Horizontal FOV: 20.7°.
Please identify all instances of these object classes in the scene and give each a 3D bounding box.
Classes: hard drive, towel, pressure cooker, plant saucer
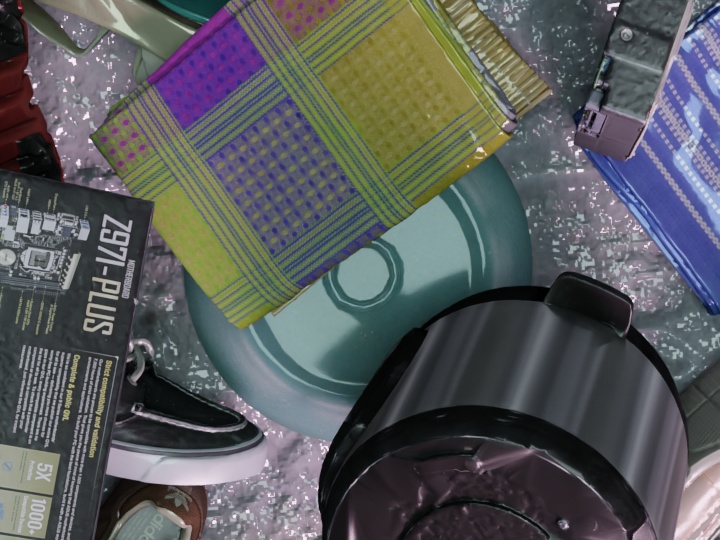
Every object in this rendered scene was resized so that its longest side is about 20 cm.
[{"bbox_3d":[0.161,-0.163,1.026,0.037,0.140,0.202,20,86,5],"label":"hard drive"},{"bbox_3d":[0.234,-0.088,1.110,0.199,0.024,0.145,-39,98,1],"label":"towel"},{"bbox_3d":[-0.029,-0.076,1.014,0.199,0.023,0.144,-37,90,20],"label":"towel"},{"bbox_3d":[0.081,0.109,1.021,0.175,0.200,0.180,-20,108,25],"label":"pressure cooker"},{"bbox_3d":[0.000,0.000,1.099,0.198,0.036,0.203,0,96,-3],"label":"plant saucer"}]

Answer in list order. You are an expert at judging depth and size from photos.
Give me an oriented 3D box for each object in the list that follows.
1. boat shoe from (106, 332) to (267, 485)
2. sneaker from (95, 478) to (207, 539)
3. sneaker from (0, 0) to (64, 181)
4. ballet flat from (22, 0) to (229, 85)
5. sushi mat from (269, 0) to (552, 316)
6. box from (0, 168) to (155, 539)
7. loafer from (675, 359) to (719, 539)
[{"bbox_3d":[-0.144,0.064,1.078,0.197,0.074,0.069,14,106,2],"label":"boat shoe"},{"bbox_3d":[-0.152,0.194,1.090,0.070,0.076,0.201,29,93,-6],"label":"sneaker"},{"bbox_3d":[-0.211,-0.082,1.060,0.070,0.098,0.202,-22,123,-24],"label":"sneaker"},{"bbox_3d":[-0.124,-0.137,1.068,0.198,0.069,0.070,26,94,-3],"label":"ballet flat"},{"bbox_3d":[-0.002,-0.072,1.067,0.199,0.012,0.096,-38,87,-5],"label":"sushi mat"},{"bbox_3d":[-0.202,0.048,0.974,0.162,0.086,0.202,11,86,-16],"label":"box"},{"bbox_3d":[0.195,0.116,1.114,0.200,0.072,0.063,-46,115,8],"label":"loafer"}]
